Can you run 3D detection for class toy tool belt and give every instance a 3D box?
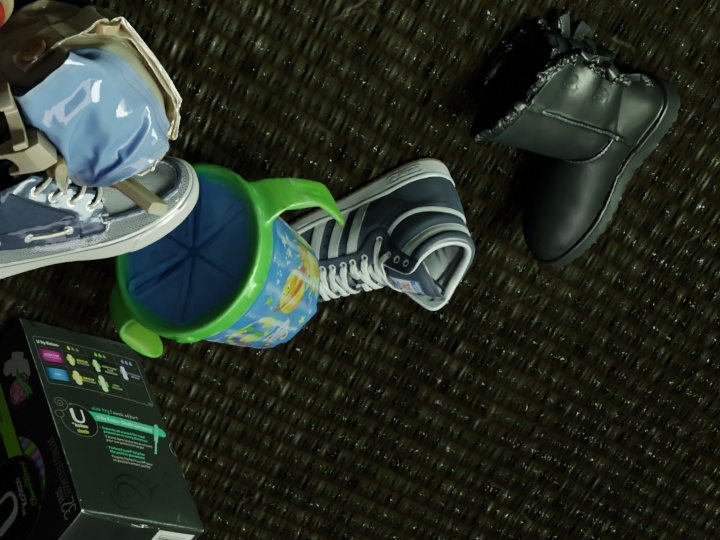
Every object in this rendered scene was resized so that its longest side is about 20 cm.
[{"bbox_3d":[-0.203,-0.120,1.469,0.124,0.123,0.200,-36,140,12],"label":"toy tool belt"}]

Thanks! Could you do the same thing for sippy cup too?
[{"bbox_3d":[-0.100,0.000,1.665,0.176,0.141,0.130,1,166,31],"label":"sippy cup"}]

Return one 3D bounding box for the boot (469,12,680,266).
[{"bbox_3d":[0.152,-0.102,1.723,0.162,0.074,0.199,15,119,-42],"label":"boot"}]

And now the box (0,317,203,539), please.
[{"bbox_3d":[-0.237,0.166,1.708,0.124,0.201,0.149,16,126,-41],"label":"box"}]

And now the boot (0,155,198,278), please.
[{"bbox_3d":[-0.218,-0.054,1.571,0.198,0.073,0.091,-19,149,-7],"label":"boot"}]

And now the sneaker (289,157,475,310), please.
[{"bbox_3d":[0.000,0.000,1.724,0.199,0.109,0.070,-31,140,7],"label":"sneaker"}]
